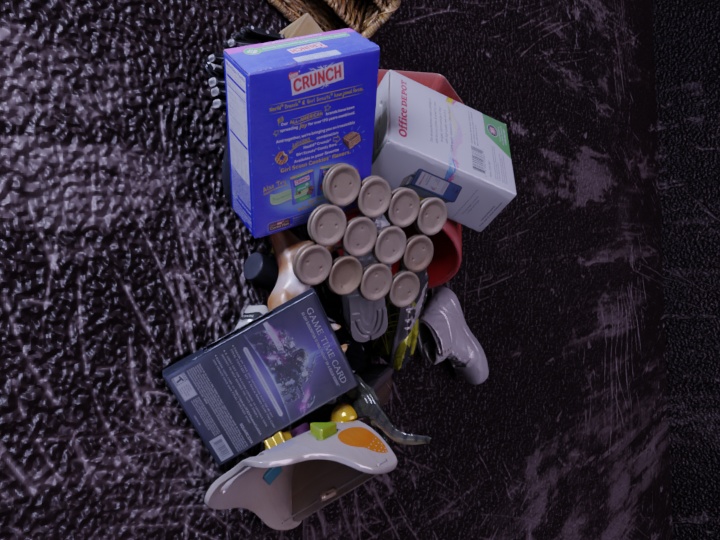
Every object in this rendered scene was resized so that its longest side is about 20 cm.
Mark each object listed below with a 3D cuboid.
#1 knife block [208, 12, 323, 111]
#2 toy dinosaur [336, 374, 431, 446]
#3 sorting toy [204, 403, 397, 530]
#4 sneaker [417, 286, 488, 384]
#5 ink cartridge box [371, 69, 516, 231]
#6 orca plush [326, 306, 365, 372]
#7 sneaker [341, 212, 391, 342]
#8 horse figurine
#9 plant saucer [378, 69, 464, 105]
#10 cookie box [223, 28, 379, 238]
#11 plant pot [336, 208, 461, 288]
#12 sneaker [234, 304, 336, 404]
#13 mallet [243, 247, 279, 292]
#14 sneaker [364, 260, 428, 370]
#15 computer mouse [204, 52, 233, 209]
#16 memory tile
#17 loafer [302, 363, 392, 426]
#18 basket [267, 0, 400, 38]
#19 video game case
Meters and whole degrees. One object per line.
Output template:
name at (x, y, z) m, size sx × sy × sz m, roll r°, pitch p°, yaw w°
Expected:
knife block at (-0.088, -0.221, 0.869) m, size 0.200 × 0.063 × 0.178 m, roll 45°, pitch 54°, yaw -28°
toy dinosaur at (0.011, 0.188, 0.904) m, size 0.047 × 0.199 × 0.090 m, roll -16°, pitch 131°, yaw -36°
sorting toy at (-0.090, 0.242, 0.846) m, size 0.178 × 0.199 × 0.108 m, roll 4°, pitch 54°, yaw -50°
sneaker at (0.157, 0.147, 1.255) m, size 0.116 × 0.073 × 0.203 m, roll -45°, pitch 113°, yaw -42°
ink cartridge box at (0.103, -0.162, 0.947) m, size 0.197 × 0.088 × 0.148 m, roll 20°, pitch 48°, yaw -21°
orca plush at (-0.039, 0.088, 0.989) m, size 0.202 × 0.070 × 0.106 m, roll 59°, pitch 46°, yaw -33°
sneaker at (0.000, 0.000, 0.990) m, size 0.075 × 0.081 × 0.204 m, roll -3°, pitch 121°, yaw -16°
horse figurine at (-0.070, 0.027, 0.874) m, size 0.130 × 0.050 × 0.205 m, roll 18°, pitch 73°, yaw -28°
plant saucer at (0.092, -0.234, 1.088) m, size 0.199 × 0.198 × 0.037 m, roll 38°, pitch 77°, yaw -45°
cookie box at (-0.067, -0.161, 0.815) m, size 0.168 × 0.075 × 0.203 m, roll -19°, pitch 133°, yaw -29°
plant pot at (0.069, -0.100, 1.060) m, size 0.201 × 0.197 × 0.180 m, roll 48°, pitch 45°, yaw -40°
sneaker at (-0.088, 0.113, 0.920) m, size 0.200 × 0.074 × 0.089 m, roll 41°, pitch 57°, yaw -45°
mallet at (-0.104, -0.073, 0.918) m, size 0.065 × 0.041 × 0.205 m, roll 18°, pitch 81°, yaw -47°
sneaker at (0.046, 0.063, 1.049) m, size 0.074 × 0.083 × 0.204 m, roll -45°, pitch 150°, yaw -50°
computer mouse at (-0.133, -0.170, 0.891) m, size 0.137 × 0.052 × 0.205 m, roll 1°, pitch 88°, yaw -54°
memory tile at (0.016, -0.038, 0.875) m, size 0.197 × 0.017 × 0.156 m, roll 15°, pitch 99°, yaw -37°
loafer at (-0.007, 0.205, 1.025) m, size 0.199 × 0.072 × 0.073 m, roll -27°, pitch 110°, yaw -49°
basket at (-0.029, -0.416, 0.966) m, size 0.199 × 0.140 × 0.152 m, roll 32°, pitch 63°, yaw -47°
video game case at (-0.114, 0.129, 0.834) m, size 0.197 × 0.019 × 0.145 m, roll -29°, pitch 116°, yaw -9°
